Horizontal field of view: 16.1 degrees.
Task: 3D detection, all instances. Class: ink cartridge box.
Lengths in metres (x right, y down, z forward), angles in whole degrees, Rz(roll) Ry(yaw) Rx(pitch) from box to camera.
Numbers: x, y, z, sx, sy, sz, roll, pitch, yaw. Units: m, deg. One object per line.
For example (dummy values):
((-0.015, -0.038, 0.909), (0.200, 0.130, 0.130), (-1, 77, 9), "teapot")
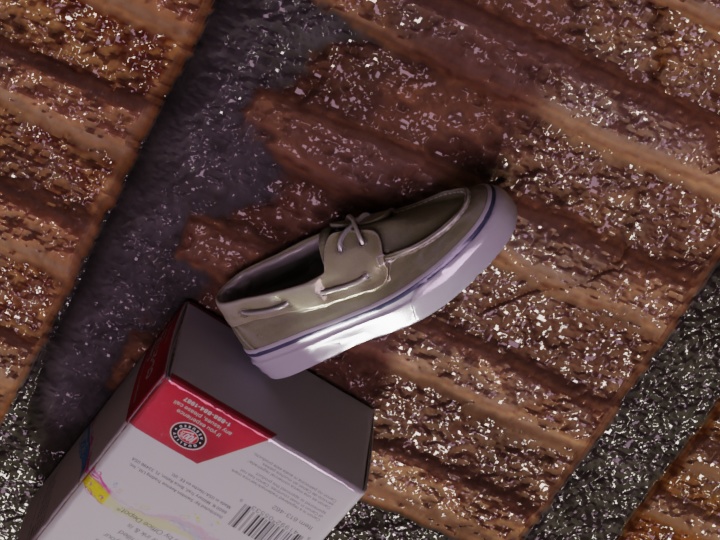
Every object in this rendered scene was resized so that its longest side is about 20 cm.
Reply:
((-0.106, 0.139, 1.580), (0.145, 0.083, 0.200), (31, 122, -15), "ink cartridge box")

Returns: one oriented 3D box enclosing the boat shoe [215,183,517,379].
((0.000, 0.000, 1.479), (0.199, 0.072, 0.062), (-31, 119, 27), "boat shoe")
